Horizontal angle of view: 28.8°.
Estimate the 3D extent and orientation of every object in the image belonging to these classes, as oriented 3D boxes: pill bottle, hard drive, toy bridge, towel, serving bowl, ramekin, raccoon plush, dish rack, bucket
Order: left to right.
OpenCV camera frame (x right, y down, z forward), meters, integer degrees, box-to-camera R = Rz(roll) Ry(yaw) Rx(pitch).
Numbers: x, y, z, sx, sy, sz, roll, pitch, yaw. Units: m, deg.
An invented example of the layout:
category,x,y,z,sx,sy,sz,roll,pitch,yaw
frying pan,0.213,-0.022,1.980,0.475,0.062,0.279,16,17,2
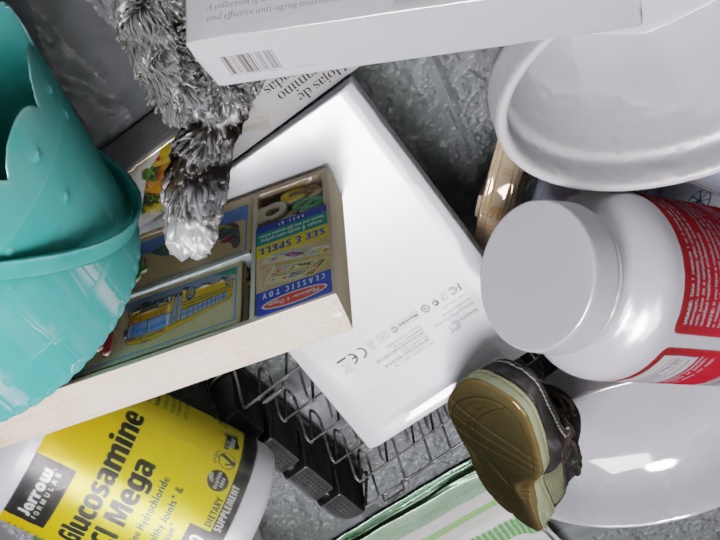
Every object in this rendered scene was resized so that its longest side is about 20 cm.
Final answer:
category,x,y,z,sx,sy,sz,roll,pitch,yaw
bucket,-0.217,-0.026,0.708,0.207,0.208,0.135,-27,138,3
pill bottle,-0.162,0.117,0.862,0.200,0.113,0.113,28,114,-12
raccoon plush,-0.116,-0.112,0.708,0.134,0.097,0.201,11,86,-21
hard drive,0.000,0.000,0.839,0.132,0.026,0.200,-33,110,14
dish rack,0.015,0.077,0.934,0.200,0.055,0.153,-36,125,16
towel,0.086,0.236,1.107,0.152,0.023,0.200,-32,129,7
toy bridge,0.090,-0.051,0.869,0.027,0.067,0.201,15,125,9
serving bowl,0.200,0.108,1.009,0.199,0.066,0.200,-3,142,-2
pill bottle,0.169,0.011,0.835,0.200,0.112,0.112,7,124,-42
ramekin,0.157,-0.137,0.730,0.199,0.105,0.200,-9,152,-5

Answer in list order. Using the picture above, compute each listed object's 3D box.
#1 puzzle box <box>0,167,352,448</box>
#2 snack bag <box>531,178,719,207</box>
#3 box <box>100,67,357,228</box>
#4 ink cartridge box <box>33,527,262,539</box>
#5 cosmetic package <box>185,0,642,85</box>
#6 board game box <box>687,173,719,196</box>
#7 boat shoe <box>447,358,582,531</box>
category,x,y,z,sx,sy,sz,roll,pitch,yaw
puzzle box,-0.103,0.017,0.757,0.199,0.133,0.025,-19,122,8
snack bag,0.198,-0.033,0.948,0.199,0.021,0.189,1,125,-19
box,-0.079,-0.090,0.804,0.200,0.041,0.039,-36,129,8
ink cartridge box,-0.128,0.238,0.926,0.144,0.200,0.084,23,115,-30
cosmetic package,0.020,-0.175,0.637,0.199,0.151,0.052,-7,161,11
board game box,0.292,-0.126,0.881,0.199,0.041,0.200,21,108,-29
boat shoe,0.105,0.099,0.884,0.066,0.072,0.201,-48,152,-17
